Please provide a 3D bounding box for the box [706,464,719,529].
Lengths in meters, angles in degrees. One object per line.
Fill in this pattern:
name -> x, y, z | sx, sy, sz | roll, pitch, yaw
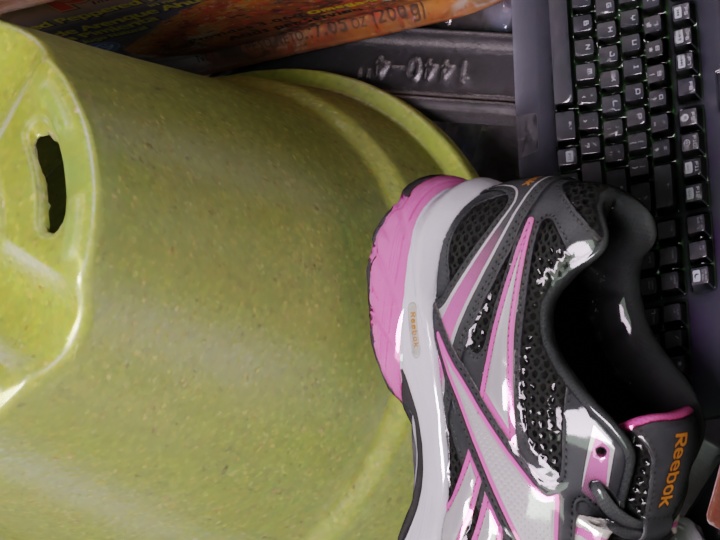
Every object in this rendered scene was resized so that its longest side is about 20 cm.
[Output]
box -> 0.199, 0.033, 0.836 | 0.075, 0.200, 0.100 | 29, 116, 43

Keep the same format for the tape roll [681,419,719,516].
tape roll -> 0.082, 0.128, 0.988 | 0.200, 0.066, 0.201 | 6, 108, 18

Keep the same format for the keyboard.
keyboard -> 0.105, -0.052, 0.898 | 0.127, 0.021, 0.200 | -10, 73, 24

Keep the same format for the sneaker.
sneaker -> 0.059, 0.067, 0.845 | 0.086, 0.080, 0.200 | -10, 93, 43

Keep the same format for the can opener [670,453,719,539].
can opener -> 0.145, 0.051, 0.893 | 0.063, 0.079, 0.200 | 30, 90, 42

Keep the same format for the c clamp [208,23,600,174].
c clamp -> 0.000, 0.000, 0.967 | 0.200, 0.027, 0.171 | -1, 76, 30

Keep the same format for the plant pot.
plant pot -> -0.082, 0.009, 0.888 | 0.200, 0.184, 0.201 | -9, 72, 29

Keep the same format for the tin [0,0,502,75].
tin -> -0.041, -0.097, 0.934 | 0.200, 0.112, 0.042 | -10, 82, 27
